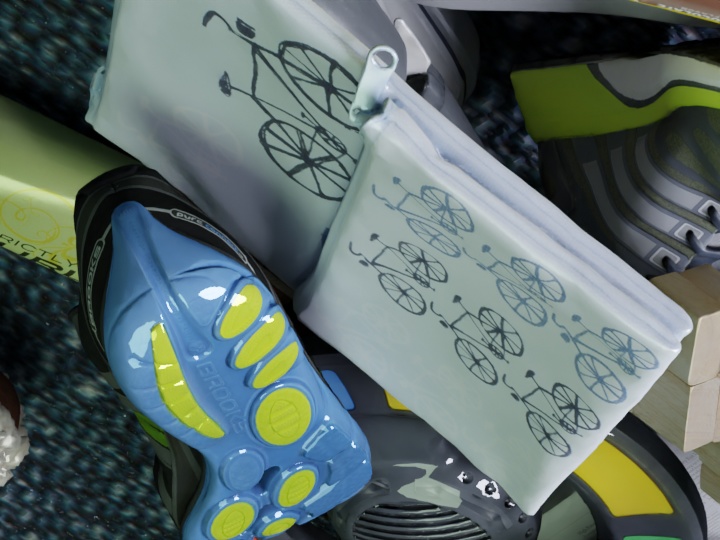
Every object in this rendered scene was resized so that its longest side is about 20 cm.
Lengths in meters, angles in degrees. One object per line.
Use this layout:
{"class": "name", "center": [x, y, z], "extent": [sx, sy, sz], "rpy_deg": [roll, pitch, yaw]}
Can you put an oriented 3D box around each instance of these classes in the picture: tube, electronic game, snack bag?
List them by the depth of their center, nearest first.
{"class": "snack bag", "center": [-0.004, -0.017, 0.769], "extent": [0.200, 0.021, 0.189], "rpy_deg": [41, 162, 5]}
{"class": "electronic game", "center": [0.026, 0.087, 0.960], "extent": [0.200, 0.042, 0.200], "rpy_deg": [9, 143, 7]}
{"class": "tube", "center": [-0.120, -0.031, 0.965], "extent": [0.200, 0.052, 0.058], "rpy_deg": [26, -179, -17]}

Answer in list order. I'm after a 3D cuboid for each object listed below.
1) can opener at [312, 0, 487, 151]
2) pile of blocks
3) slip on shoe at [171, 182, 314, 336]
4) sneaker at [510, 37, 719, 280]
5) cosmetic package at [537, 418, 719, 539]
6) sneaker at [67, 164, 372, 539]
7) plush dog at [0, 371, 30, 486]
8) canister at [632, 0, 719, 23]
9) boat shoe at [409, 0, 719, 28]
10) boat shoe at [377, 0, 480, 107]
{"class": "can opener", "center": [0.008, -0.031, 0.804], "extent": [0.053, 0.067, 0.200], "rpy_deg": [-26, 118, 15]}
{"class": "pile of blocks", "center": [0.131, 0.041, 0.813], "extent": [0.062, 0.082, 0.200], "rpy_deg": [39, 174, 44]}
{"class": "slip on shoe", "center": [0.000, 0.000, 0.943], "extent": [0.076, 0.061, 0.200], "rpy_deg": [-21, 134, 35]}
{"class": "sneaker", "center": [0.111, -0.029, 0.787], "extent": [0.074, 0.081, 0.200], "rpy_deg": [-9, -175, -19]}
{"class": "cosmetic package", "center": [0.114, 0.086, 1.006], "extent": [0.083, 0.051, 0.200], "rpy_deg": [29, 140, -17]}
{"class": "sneaker", "center": [-0.047, 0.031, 0.853], "extent": [0.071, 0.083, 0.200], "rpy_deg": [-25, 149, -4]}
{"class": "plush dog", "center": [-0.259, 0.063, 1.072], "extent": [0.200, 0.160, 0.172], "rpy_deg": [37, 164, -19]}
{"class": "canister", "center": [0.077, -0.140, 0.689], "extent": [0.200, 0.149, 0.087], "rpy_deg": [14, -174, 2]}
{"class": "boat shoe", "center": [0.092, -0.118, 0.765], "extent": [0.200, 0.072, 0.066], "rpy_deg": [5, 139, 24]}
{"class": "boat shoe", "center": [-0.033, -0.104, 0.826], "extent": [0.074, 0.067, 0.200], "rpy_deg": [-24, 125, 40]}
